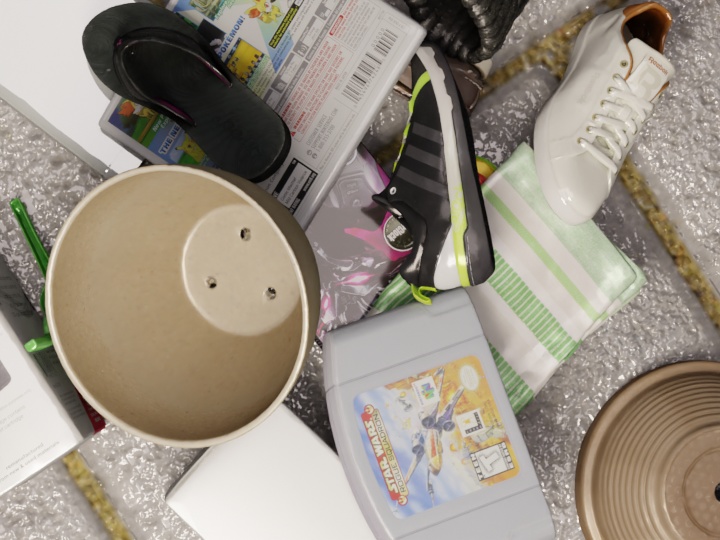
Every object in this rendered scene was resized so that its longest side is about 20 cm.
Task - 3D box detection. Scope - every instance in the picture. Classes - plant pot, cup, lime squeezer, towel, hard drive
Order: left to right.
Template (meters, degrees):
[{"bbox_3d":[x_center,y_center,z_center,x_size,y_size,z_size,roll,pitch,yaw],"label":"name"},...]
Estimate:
[{"bbox_3d":[-0.229,0.020,1.519,0.037,0.201,0.071,-20,124,1],"label":"lime squeezer"},{"bbox_3d":[-0.227,-0.175,1.587,0.199,0.026,0.132,37,84,-2],"label":"hard drive"},{"bbox_3d":[-0.108,0.012,1.473,0.198,0.143,0.202,4,103,18],"label":"cup"},{"bbox_3d":[0.106,0.027,1.555,0.200,0.023,0.153,-45,106,-4],"label":"towel"},{"bbox_3d":[0.272,0.169,1.576,0.199,0.093,0.203,0,86,-5],"label":"plant pot"}]

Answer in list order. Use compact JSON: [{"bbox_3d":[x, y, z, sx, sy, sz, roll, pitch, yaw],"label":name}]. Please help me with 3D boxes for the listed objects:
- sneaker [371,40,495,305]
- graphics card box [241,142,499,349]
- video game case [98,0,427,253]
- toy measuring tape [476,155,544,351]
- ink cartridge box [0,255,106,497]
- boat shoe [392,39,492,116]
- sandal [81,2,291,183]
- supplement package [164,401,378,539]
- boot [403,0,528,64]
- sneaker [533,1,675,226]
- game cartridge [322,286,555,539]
[{"bbox_3d":[0.045,-0.076,1.512,0.082,0.072,0.202,-12,71,8],"label":"sneaker"},{"bbox_3d":[0.000,0.000,1.584,0.125,0.051,0.201,-38,89,-6],"label":"graphics card box"},{"bbox_3d":[-0.076,-0.146,1.537,0.182,0.022,0.201,34,99,9],"label":"video game case"},{"bbox_3d":[0.103,-0.026,1.588,0.073,0.074,0.201,-38,95,-6],"label":"toy measuring tape"},{"bbox_3d":[-0.282,0.059,1.507,0.083,0.145,0.201,-33,90,1],"label":"ink cartridge box"},{"bbox_3d":[0.003,-0.174,1.586,0.198,0.072,0.060,22,82,-9],"label":"boat shoe"},{"bbox_3d":[-0.132,-0.142,1.500,0.200,0.048,0.076,36,92,24],"label":"sandal"},{"bbox_3d":[-0.041,0.197,1.535,0.200,0.117,0.117,43,84,-2],"label":"supplement package"},{"bbox_3d":[0.062,-0.276,1.561,0.211,0.079,0.158,43,58,-2],"label":"boot"},{"bbox_3d":[0.191,-0.129,1.550,0.073,0.084,0.201,34,56,-27],"label":"sneaker"},{"bbox_3d":[0.051,0.124,1.488,0.132,0.042,0.202,-18,82,-22],"label":"game cartridge"}]
